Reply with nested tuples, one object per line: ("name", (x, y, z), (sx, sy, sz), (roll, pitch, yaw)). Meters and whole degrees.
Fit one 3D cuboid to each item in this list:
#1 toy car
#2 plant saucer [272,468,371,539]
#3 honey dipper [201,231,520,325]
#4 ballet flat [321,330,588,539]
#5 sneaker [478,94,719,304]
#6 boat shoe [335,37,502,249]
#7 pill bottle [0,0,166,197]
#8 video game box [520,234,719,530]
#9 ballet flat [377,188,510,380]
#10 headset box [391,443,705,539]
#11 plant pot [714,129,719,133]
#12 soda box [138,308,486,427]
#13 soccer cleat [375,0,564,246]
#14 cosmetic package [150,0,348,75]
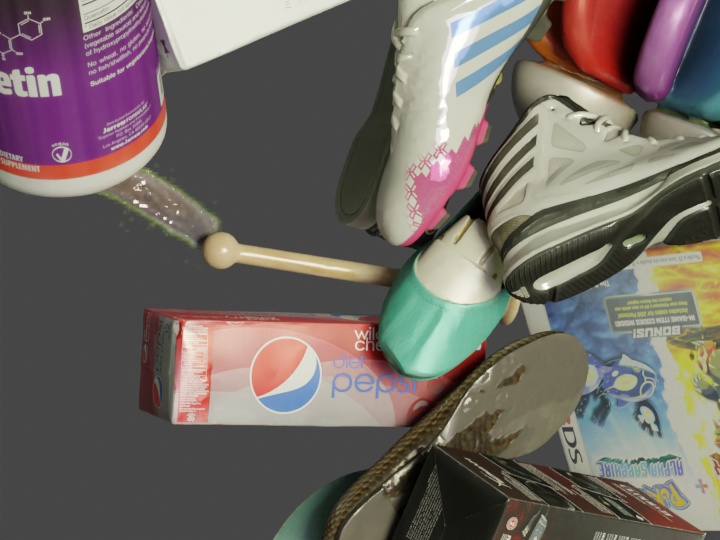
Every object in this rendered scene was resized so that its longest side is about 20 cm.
("toy car", (0.182, -0.148, 1.469), (0.199, 0.150, 0.176), (23, 89, 19))
("plant saucer", (0.021, 0.220, 1.488), (0.199, 0.036, 0.201), (0, 90, -36))
("honey dipper", (0.000, 0.000, 1.495), (0.199, 0.038, 0.038), (10, 89, -16))
("ballet flat", (0.053, 0.104, 1.450), (0.200, 0.046, 0.067), (-42, 113, -14))
("sneaker", (0.159, -0.070, 1.403), (0.200, 0.076, 0.116), (-22, 59, 4))
("boat shoe", (0.049, -0.113, 1.492), (0.060, 0.072, 0.202), (22, 92, -25))
("pill bottle", (-0.170, -0.146, 1.339), (0.112, 0.113, 0.201), (-22, 133, -19))
("video game box", (0.194, 0.067, 1.486), (0.047, 0.200, 0.183), (-27, 103, -40))
("ballet flat", (0.073, -0.016, 1.464), (0.067, 0.071, 0.200), (31, 46, 13))
("headset box", (0.103, 0.195, 1.448), (0.199, 0.077, 0.149), (16, 102, -42))
("plant pot", (0.291, 0.005, 1.529), (0.199, 0.183, 0.202), (-1, 93, -21))
("soda box", (-0.028, 0.058, 1.468), (0.199, 0.070, 0.064), (3, 94, -22))
("soccer cleat", (0.043, -0.115, 1.413), (0.086, 0.070, 0.201), (26, 93, -19))
("cosmetic package", (-0.043, -0.183, 1.434), (0.199, 0.102, 0.074), (-24, 100, -20))
